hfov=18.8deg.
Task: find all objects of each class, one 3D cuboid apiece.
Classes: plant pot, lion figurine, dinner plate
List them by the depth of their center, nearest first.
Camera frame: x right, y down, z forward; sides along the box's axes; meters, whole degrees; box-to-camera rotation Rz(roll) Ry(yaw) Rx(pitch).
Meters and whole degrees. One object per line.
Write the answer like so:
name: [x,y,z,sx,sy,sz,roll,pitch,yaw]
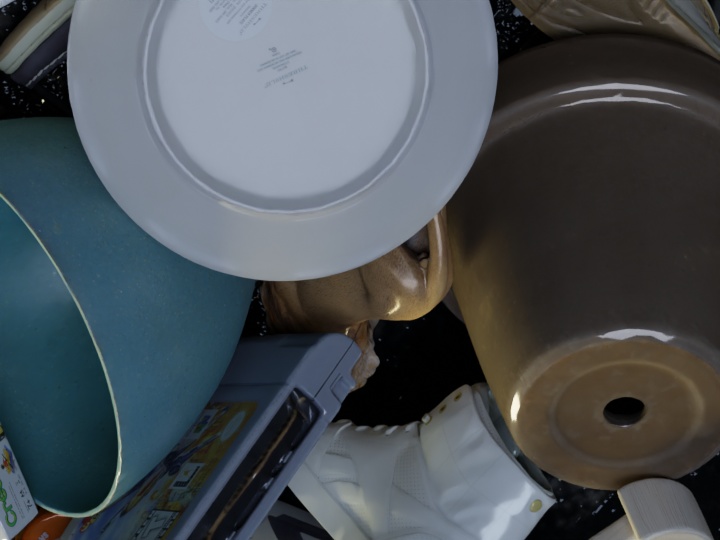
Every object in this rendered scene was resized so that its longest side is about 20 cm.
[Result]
dinner plate: [-0.034,-0.092,0.990,0.199,0.024,0.201,-1,100,-6]
plant pot: [0.124,0.011,1.090,0.199,0.175,0.201,1,133,1]
plant pot: [-0.131,0.004,1.092,0.135,0.200,0.201,-30,116,-33]
lion figurine: [0.000,0.000,1.106,0.072,0.200,0.123,-17,90,-22]

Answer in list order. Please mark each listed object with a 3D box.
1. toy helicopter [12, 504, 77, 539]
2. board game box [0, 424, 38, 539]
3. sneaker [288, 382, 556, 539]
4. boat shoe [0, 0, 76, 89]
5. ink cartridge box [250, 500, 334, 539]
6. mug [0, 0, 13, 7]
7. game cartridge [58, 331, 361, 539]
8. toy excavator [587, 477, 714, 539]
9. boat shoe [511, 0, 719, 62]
toy helicopter: [-0.224,0.178,1.187,0.132,0.079,0.201,24,104,-9]
board game box: [-0.275,0.092,1.118,0.199,0.035,0.127,-14,106,27]
sneaker: [0.029,0.100,1.141,0.116,0.200,0.074,-50,129,1]
boat shoe: [-0.093,-0.149,1.088,0.200,0.072,0.065,-38,106,0]
ink cartridge box: [-0.053,0.213,1.218,0.199,0.084,0.145,24,107,-15]
mug: [-0.226,-0.200,1.020,0.200,0.148,0.176,-25,95,33]
game cartridge: [-0.090,0.113,1.090,0.042,0.133,0.200,47,65,-25]
toy excavator: [0.088,0.203,1.098,0.194,0.100,0.200,-16,136,-3]
boat shoe: [0.124,-0.152,1.118,0.074,0.069,0.200,-31,118,21]
